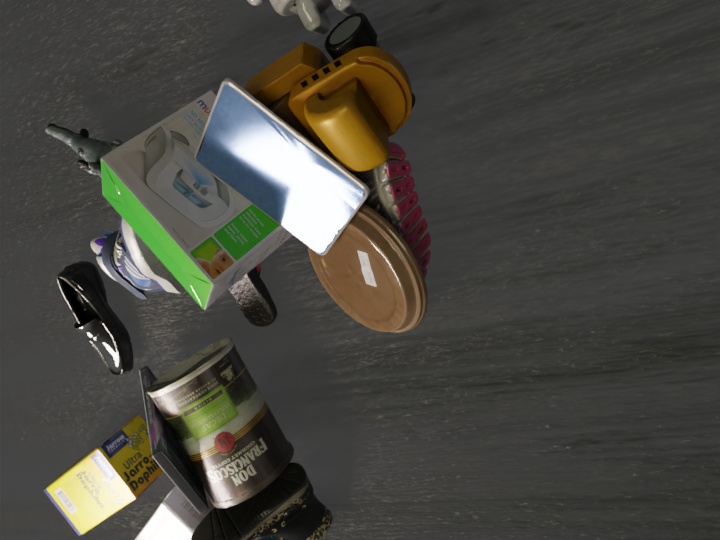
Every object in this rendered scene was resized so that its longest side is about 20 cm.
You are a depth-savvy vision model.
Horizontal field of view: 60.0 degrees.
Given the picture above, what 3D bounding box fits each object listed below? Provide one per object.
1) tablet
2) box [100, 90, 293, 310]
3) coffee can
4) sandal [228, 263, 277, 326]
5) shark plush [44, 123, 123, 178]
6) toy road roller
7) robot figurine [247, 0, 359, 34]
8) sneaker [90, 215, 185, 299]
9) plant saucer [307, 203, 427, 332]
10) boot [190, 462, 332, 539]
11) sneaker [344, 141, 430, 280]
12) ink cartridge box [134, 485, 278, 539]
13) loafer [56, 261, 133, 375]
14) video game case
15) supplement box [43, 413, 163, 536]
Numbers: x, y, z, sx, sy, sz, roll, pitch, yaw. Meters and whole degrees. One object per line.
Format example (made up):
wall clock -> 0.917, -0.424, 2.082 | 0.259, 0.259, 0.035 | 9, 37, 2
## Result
tablet -> -0.094, -0.112, 0.714 | 0.198, 0.014, 0.130 | 37, 135, -5
box -> -0.194, -0.090, 0.792 | 0.201, 0.176, 0.097 | 48, 150, 2
coffee can -> -0.210, 0.228, 0.949 | 0.144, 0.146, 0.203 | -24, 100, 27
sandal -> -0.177, -0.009, 0.909 | 0.074, 0.045, 0.203 | -7, 121, 29
shark plush -> -0.368, -0.161, 0.898 | 0.200, 0.083, 0.091 | 45, 119, 0
toy road roller -> -0.036, -0.173, 0.699 | 0.197, 0.148, 0.123 | -23, 132, 24
robot figurine -> -0.075, -0.367, 0.685 | 0.167, 0.113, 0.203 | -26, 99, 12
sneaker -> -0.340, -0.033, 0.895 | 0.143, 0.082, 0.201 | 10, 154, 11
plant saucer -> 0.000, 0.000, 0.791 | 0.198, 0.029, 0.203 | 33, 144, 27
boot -> -0.145, 0.401, 0.964 | 0.201, 0.074, 0.155 | -33, 133, -7
sneaker -> 0.030, -0.060, 0.788 | 0.086, 0.074, 0.204 | 4, 120, 37
ink cartridge box -> -0.247, 0.444, 1.045 | 0.199, 0.146, 0.147 | 41, 119, 2
loafer -> -0.440, 0.087, 1.029 | 0.067, 0.070, 0.205 | -13, 104, 26
video game case -> -0.289, 0.256, 0.959 | 0.019, 0.200, 0.145 | -27, 125, -8
supplement box -> -0.453, 0.368, 1.120 | 0.199, 0.109, 0.110 | -36, 94, 29
